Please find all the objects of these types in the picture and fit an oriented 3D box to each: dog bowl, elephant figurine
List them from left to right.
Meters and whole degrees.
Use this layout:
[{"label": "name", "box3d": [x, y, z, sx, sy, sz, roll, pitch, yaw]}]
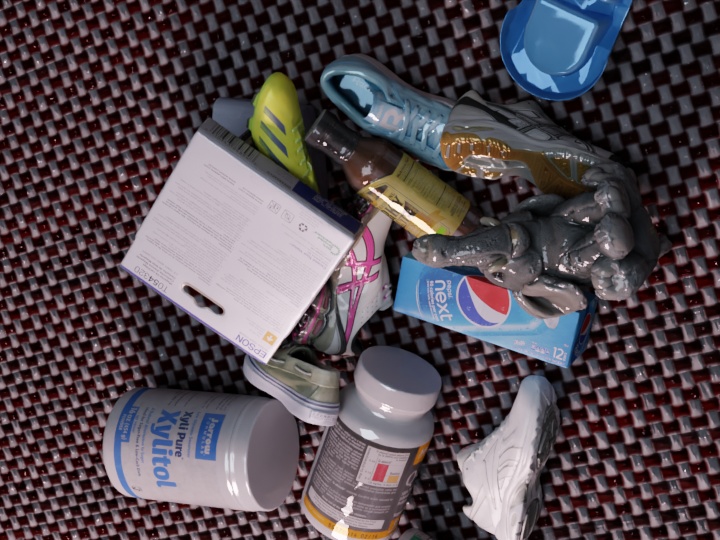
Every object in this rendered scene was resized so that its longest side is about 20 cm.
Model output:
[{"label": "elephant figurine", "box3d": [0.177, -0.022, 1.418, 0.199, 0.142, 0.156, -15, 118, 28]}, {"label": "dog bowl", "box3d": [0.211, -0.264, 1.410, 0.111, 0.050, 0.201, 28, 116, 17]}]

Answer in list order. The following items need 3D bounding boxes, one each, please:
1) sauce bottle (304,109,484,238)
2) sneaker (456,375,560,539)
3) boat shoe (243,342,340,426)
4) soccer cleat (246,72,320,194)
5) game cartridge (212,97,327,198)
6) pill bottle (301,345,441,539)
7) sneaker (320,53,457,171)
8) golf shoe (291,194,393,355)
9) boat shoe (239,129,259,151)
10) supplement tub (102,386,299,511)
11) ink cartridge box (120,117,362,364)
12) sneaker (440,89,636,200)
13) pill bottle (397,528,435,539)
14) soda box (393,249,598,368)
[{"label": "sauce bottle", "box3d": [0.032, -0.092, 1.509, 0.199, 0.065, 0.065, 35, 119, -8]}, {"label": "sneaker", "box3d": [0.150, 0.198, 1.564, 0.099, 0.078, 0.202, 20, 112, 24]}, {"label": "boat shoe", "box3d": [-0.069, 0.113, 1.614, 0.200, 0.071, 0.063, 28, 102, 59]}, {"label": "soccer cleat", "box3d": [-0.072, -0.112, 1.535, 0.083, 0.065, 0.202, 22, 128, 28]}, {"label": "game cartridge", "box3d": [-0.101, -0.087, 1.627, 0.132, 0.041, 0.202, 10, 109, 28]}, {"label": "pill bottle", "box3d": [0.014, 0.192, 1.604, 0.116, 0.116, 0.201, 28, 116, 17]}, {"label": "sneaker", "box3d": [0.041, -0.154, 1.508, 0.199, 0.082, 0.074, 29, 117, 16]}, {"label": "golf shoe", "box3d": [0.000, 0.000, 1.593, 0.091, 0.073, 0.201, 19, 110, -17]}, {"label": "boat shoe", "box3d": [-0.170, -0.080, 1.600, 0.065, 0.073, 0.200, 47, 108, 27]}, {"label": "supplement tub", "box3d": [-0.186, 0.206, 1.701, 0.198, 0.132, 0.133, 1, 105, 27]}, {"label": "ink cartridge box", "box3d": [-0.128, -0.028, 1.540, 0.196, 0.043, 0.200, 35, 124, -3]}, {"label": "sneaker", "box3d": [0.181, -0.129, 1.451, 0.198, 0.088, 0.076, 17, 143, -2]}, {"label": "pill bottle", "box3d": [0.113, 0.380, 1.613, 0.199, 0.113, 0.114, 28, 115, 16]}, {"label": "soda box", "box3d": [0.140, 0.033, 1.522, 0.198, 0.068, 0.065, 18, 112, 21]}]
